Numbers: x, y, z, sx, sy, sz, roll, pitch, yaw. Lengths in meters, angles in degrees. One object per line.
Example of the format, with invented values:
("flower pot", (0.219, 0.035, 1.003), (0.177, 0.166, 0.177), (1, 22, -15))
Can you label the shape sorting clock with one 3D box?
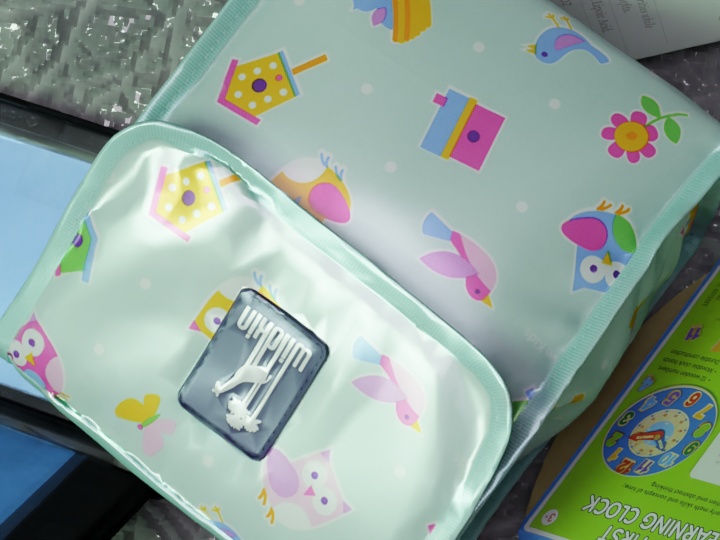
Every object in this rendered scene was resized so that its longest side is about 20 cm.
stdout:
("shape sorting clock", (0.135, 0.062, 0.881), (0.199, 0.039, 0.200), (-27, 33, 20))

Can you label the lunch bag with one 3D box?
("lunch bag", (0.000, 0.000, 0.906), (0.170, 0.122, 0.200), (37, 73, 9))

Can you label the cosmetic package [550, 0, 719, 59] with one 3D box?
("cosmetic package", (0.148, -0.140, 0.926), (0.199, 0.113, 0.082), (-11, 69, 12))

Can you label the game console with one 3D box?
("game console", (-0.158, 0.013, 0.964), (0.199, 0.116, 0.177), (18, 84, 14))
